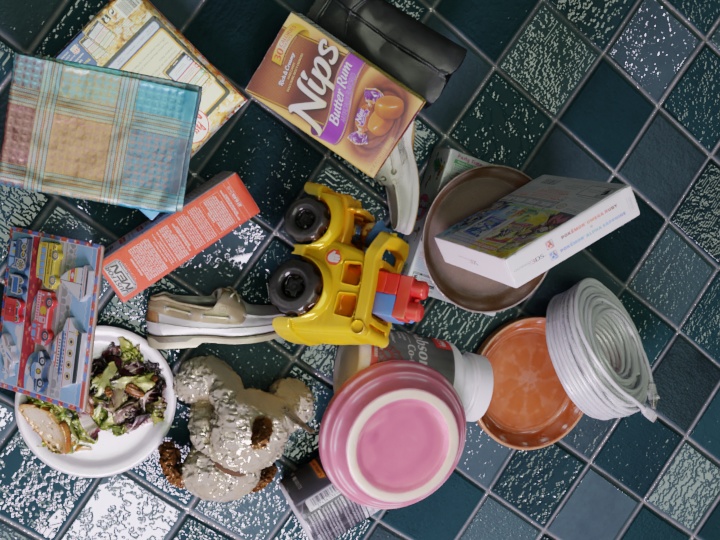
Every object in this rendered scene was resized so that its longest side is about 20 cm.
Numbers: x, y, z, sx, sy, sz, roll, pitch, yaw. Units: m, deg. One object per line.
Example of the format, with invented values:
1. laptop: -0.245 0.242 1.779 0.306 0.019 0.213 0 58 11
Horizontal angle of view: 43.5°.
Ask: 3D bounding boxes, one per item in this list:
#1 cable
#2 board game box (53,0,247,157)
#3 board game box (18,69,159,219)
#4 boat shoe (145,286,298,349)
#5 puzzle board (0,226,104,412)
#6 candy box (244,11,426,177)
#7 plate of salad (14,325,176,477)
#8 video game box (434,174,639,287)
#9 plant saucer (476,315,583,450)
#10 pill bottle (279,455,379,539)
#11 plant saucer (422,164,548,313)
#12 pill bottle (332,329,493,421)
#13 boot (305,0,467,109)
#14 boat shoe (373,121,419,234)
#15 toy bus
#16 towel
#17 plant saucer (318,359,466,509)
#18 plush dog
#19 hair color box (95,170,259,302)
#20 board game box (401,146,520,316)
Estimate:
1. cable: 0.342 0.114 1.298 0.200 0.069 0.200 25 51 -39
2. board game box: -0.265 -0.229 1.120 0.152 0.046 0.200 -47 108 -7
3. board game box: -0.312 -0.146 1.061 0.200 0.153 0.040 43 85 -17
4. boat shoe: -0.176 0.057 1.171 0.199 0.075 0.069 -5 100 -19
5. puzzle board: -0.379 0.057 1.084 0.017 0.150 0.201 -2 102 -62
6. candy box: -0.031 -0.223 1.146 0.200 0.056 0.117 34 106 0
7. plate of salad: -0.335 0.170 1.150 0.199 0.048 0.201 -2 97 -17
8. video game box: 0.211 -0.055 1.115 0.182 0.200 0.047 -27 107 -12
9. plant saucer: 0.251 0.166 1.342 0.200 0.032 0.201 -2 98 -18
10. pill bottle: -0.002 0.283 1.239 0.200 0.106 0.106 -30 105 -12
11. plant saucer: 0.171 -0.043 1.225 0.200 0.032 0.201 -2 98 -17
12. pill bottle: 0.072 0.146 1.239 0.199 0.116 0.116 12 93 -19
13. boot: 0.054 -0.331 1.170 0.200 0.066 0.165 35 98 1
14. boat shoe: 0.036 -0.147 1.217 0.069 0.071 0.201 -4 89 -16
15. toy bus: 0.000 0.000 1.134 0.191 0.136 0.201 5 77 23
16. towel: -0.280 -0.147 0.980 0.199 0.022 0.147 8 95 -18
17. plant saucer: 0.048 0.217 1.158 0.200 0.051 0.201 -4 103 -16
18. plush dog: -0.162 0.229 1.167 0.200 0.161 0.172 18 115 -25
19. hair color box: -0.230 -0.046 1.127 0.200 0.101 0.061 -34 106 -10
20. board game box: 0.145 -0.054 1.264 0.147 0.064 0.200 18 93 -20
